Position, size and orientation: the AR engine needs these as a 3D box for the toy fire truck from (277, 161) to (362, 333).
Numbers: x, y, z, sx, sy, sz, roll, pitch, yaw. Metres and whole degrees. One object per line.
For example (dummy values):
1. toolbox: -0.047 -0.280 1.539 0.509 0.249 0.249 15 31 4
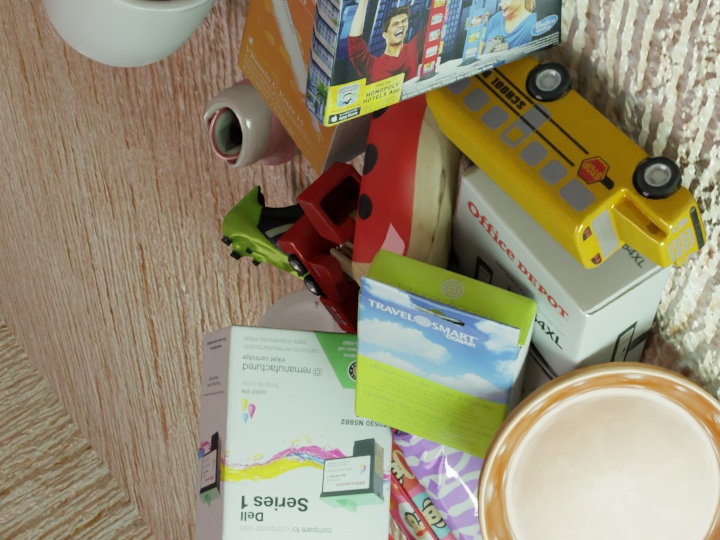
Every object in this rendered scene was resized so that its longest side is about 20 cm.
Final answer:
1. toy fire truck: 0.000 0.000 1.441 0.200 0.049 0.141 54 160 -23

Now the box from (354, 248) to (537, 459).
1. box: 0.059 0.060 1.261 0.122 0.048 0.200 18 149 10

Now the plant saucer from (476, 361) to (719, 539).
1. plant saucer: 0.181 0.160 1.240 0.032 0.200 0.201 -104 -11 -75

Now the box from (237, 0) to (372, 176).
1. box: -0.014 -0.182 1.343 0.125 0.097 0.200 54 159 14

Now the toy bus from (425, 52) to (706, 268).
1. toy bus: 0.136 -0.072 1.151 0.200 0.078 0.065 47 173 31

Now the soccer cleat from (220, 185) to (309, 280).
1. soccer cleat: -0.044 -0.023 1.692 0.200 0.081 0.068 26 160 22

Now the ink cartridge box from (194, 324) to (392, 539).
1. ink cartridge box: -0.053 0.151 1.418 0.084 0.144 0.201 162 112 -68

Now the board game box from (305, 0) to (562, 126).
1. board game box: 0.052 -0.210 1.069 0.062 0.200 0.200 43 141 34

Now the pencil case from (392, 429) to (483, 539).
1. pencil case: 0.109 0.188 1.412 0.085 0.084 0.200 -27 102 46

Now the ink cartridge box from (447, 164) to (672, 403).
1. ink cartridge box: 0.138 0.013 1.279 0.146 0.084 0.200 50 159 25

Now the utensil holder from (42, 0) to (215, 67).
1. utensil holder: -0.197 -0.280 1.539 0.170 0.170 0.200 59 162 1

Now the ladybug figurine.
1. ladybug figurine: 0.036 -0.059 1.312 0.136 0.072 0.201 47 -129 -87

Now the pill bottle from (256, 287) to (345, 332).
1. pill bottle: -0.018 0.110 1.692 0.110 0.110 0.200 42 172 40

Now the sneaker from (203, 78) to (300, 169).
1. sneaker: -0.103 -0.133 1.619 0.075 0.105 0.200 55 161 4

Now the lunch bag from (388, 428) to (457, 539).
1. lunch bag: 0.092 0.188 1.501 0.200 0.176 0.082 58 160 4
